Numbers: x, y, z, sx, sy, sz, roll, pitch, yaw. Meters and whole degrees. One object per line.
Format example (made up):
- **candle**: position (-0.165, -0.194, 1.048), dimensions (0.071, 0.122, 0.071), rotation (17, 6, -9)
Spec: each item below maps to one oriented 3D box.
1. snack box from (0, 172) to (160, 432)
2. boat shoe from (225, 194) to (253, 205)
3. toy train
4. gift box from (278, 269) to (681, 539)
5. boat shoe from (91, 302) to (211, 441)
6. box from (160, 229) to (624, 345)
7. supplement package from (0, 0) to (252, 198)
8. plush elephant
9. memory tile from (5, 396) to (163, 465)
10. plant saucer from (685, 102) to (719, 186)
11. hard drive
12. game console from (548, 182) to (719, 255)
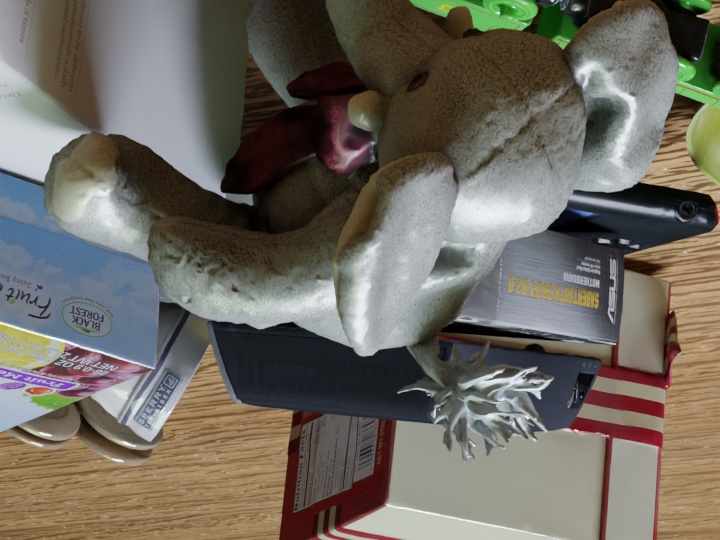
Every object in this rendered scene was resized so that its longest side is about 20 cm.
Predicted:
- **snack box**: position (-0.202, 0.015, 0.900), dimensions (0.168, 0.068, 0.200), rotation (19, 154, -35)
- **boat shoe**: position (0.031, -0.061, 0.919), dimensions (0.199, 0.066, 0.072), rotation (-11, -153, -34)
- **toy train**: position (0.102, -0.097, 0.895), dimensions (0.199, 0.042, 0.056), rotation (19, 166, -14)
- **gift box**: position (0.078, 0.091, 1.249), dimensions (0.186, 0.186, 0.200), rotation (13, 164, -21)
- **boat shoe**: position (-0.114, 0.027, 1.131), dimensions (0.070, 0.071, 0.200), rotation (32, -166, -6)
- **box**: position (0.000, 0.000, 1.038), dimensions (0.199, 0.049, 0.158), rotation (3, 177, 31)
- **supplement package**: position (-0.139, -0.096, 0.859), dimensions (0.117, 0.118, 0.200), rotation (-7, 157, 25)
- **plush elephant**: position (0.013, -0.043, 0.769), dimensions (0.165, 0.200, 0.155), rotation (-35, 166, -37)
- **memory tile**: position (-0.199, 0.029, 1.131), dimensions (0.199, 0.154, 0.017), rotation (18, 118, -37)
- **plant saucer**: position (0.245, -0.071, 0.997), dimensions (0.199, 0.031, 0.200), rotation (2, 161, 1)
- **hard drive**: position (0.025, 0.050, 1.052), dimensions (0.134, 0.043, 0.200), rotation (4, 178, 24)
- **game console**: position (0.048, -0.032, 1.071), dimensions (0.199, 0.031, 0.177), rotation (8, 176, -16)
